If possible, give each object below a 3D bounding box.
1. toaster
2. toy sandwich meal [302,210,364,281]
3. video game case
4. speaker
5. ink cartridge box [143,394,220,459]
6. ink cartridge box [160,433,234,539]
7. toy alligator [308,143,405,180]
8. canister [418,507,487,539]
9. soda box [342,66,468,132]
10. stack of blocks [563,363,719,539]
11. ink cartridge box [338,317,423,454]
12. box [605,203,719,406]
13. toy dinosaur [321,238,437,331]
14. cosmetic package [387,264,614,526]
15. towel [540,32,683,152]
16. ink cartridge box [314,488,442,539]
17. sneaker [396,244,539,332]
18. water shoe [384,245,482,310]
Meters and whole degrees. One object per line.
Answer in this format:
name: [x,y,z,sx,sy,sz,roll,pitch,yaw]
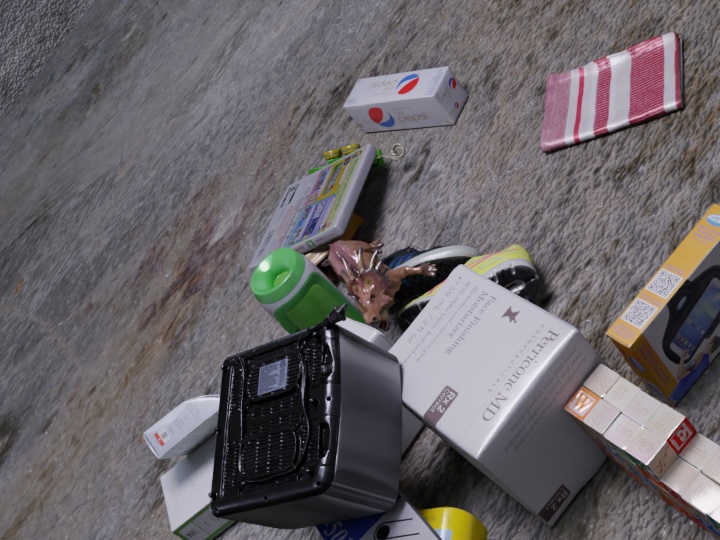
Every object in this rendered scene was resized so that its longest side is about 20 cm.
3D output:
toaster: [-0.053,0.160,1.054,0.199,0.118,0.182,-22,56,38]
toy sandwich meal: [-0.073,-0.027,1.545,0.204,0.070,0.206,-33,27,19]
video game case: [-0.070,-0.093,1.535,0.181,0.022,0.201,-24,31,36]
speaker: [-0.054,0.058,1.326,0.088,0.200,0.089,-25,40,24]
ink cartridge box: [-0.179,0.174,1.376,0.200,0.162,0.050,-42,76,7]
ink cartridge box: [-0.169,0.266,1.356,0.200,0.059,0.104,-39,37,7]
toy alligator: [0.004,-0.174,1.621,0.199,0.060,0.054,-10,8,38]
canister: [0.053,0.354,1.040,0.148,0.087,0.201,-17,43,33]
soda box: [0.070,-0.272,1.635,0.199,0.068,0.064,3,57,45]
stack of blocks: [0.296,0.179,0.949,0.059,0.115,0.200,-48,37,-5]
ink cartridge box: [-0.015,0.179,1.220,0.201,0.145,0.084,-53,34,-11]
box: [0.349,0.028,1.040,0.200,0.119,0.041,-48,37,-4]
toy dinosaur: [0.000,0.000,1.292,0.200,0.135,0.086,32,104,42]
cosmetic package: [0.154,0.129,1.089,0.165,0.165,0.200,-51,37,-6]
towel: [0.341,-0.244,1.389,0.199,0.023,0.145,-16,46,33]
ink cartridge box: [0.026,0.279,1.033,0.094,0.044,0.200,-45,32,-3]
sneaker: [0.138,0.030,1.290,0.199,0.078,0.091,-24,27,23]
water shoe: [0.075,-0.008,1.376,0.199,0.072,0.079,-19,41,29]
